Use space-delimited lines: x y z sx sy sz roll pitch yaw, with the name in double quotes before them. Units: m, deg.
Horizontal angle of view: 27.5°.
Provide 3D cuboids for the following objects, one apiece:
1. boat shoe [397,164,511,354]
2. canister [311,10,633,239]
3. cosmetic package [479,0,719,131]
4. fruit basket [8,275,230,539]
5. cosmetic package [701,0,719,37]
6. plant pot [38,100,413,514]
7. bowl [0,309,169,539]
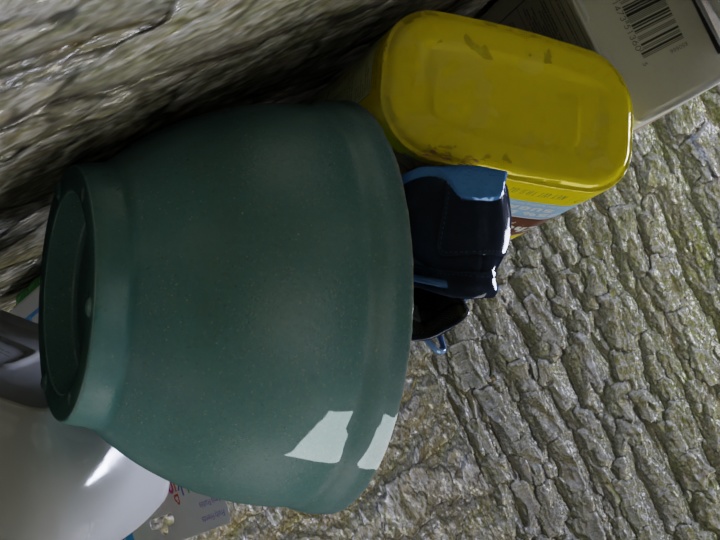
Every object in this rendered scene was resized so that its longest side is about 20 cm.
"boat shoe" 0.018 0.003 0.723 0.084 0.069 0.200 -1 169 -8
"canister" 0.036 -0.060 0.794 0.148 0.087 0.200 10 164 -20
"cosmetic package" 0.119 -0.115 0.851 0.071 0.106 0.200 -27 180 -19
"fruit basket" -0.162 0.087 0.972 0.093 0.201 0.185 -8 168 -34
"cosmetic package" 0.200 -0.171 0.803 0.050 0.083 0.200 -30 178 13
"plant pot" -0.077 0.014 0.697 0.133 0.202 0.200 3 166 -23
"bowl" -0.201 0.073 0.763 0.200 0.199 0.075 -27 137 -75
